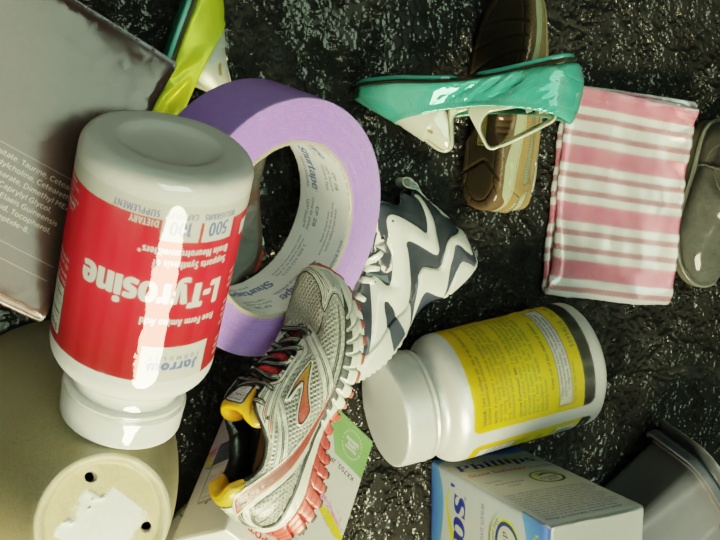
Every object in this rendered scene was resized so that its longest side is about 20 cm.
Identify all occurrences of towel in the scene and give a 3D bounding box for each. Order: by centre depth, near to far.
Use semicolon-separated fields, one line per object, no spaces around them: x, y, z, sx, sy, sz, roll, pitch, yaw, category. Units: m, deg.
0.250;-0.069;1.142;0.144;0.030;0.204;4;95;-20;towel

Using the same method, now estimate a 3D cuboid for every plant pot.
-0.206;0.150;0.872;0.184;0.199;0.191;-5;101;-23;plant pot

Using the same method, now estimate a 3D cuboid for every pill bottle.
-0.141;0.009;0.773;0.110;0.113;0.203;3;118;-24;pill bottle
0.109;0.103;1.058;0.197;0.114;0.116;-12;101;-23;pill bottle

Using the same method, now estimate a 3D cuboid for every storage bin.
0.313;0.277;1.167;0.134;0.146;0.201;-36;109;-5;storage bin

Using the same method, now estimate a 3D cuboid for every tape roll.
-0.076;-0.040;0.910;0.198;0.065;0.203;-23;124;-39;tape roll

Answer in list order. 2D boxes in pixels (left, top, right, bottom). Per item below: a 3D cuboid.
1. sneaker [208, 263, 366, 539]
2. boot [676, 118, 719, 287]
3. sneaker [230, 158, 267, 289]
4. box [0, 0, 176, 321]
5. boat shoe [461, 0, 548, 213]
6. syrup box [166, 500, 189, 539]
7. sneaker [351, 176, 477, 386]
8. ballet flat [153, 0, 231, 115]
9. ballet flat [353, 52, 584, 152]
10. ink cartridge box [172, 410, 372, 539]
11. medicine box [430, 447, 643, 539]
-0.054;0.090;0.872;0.081;0.077;0.203;24;71;-32;sneaker
0.374;-0.066;1.108;0.071;0.199;0.185;1;96;-23;boot
-0.112;-0.036;0.976;0.081;0.077;0.203;21;93;-43;sneaker
-0.260;-0.098;0.838;0.163;0.165;0.202;29;85;-23;box
0.141;-0.154;1.074;0.075;0.071;0.204;2;103;-38;boat shoe
-0.173;0.289;0.973;0.200;0.079;0.082;-43;111;-14;syrup box
0.000;0.000;1.016;0.198;0.079;0.130;-40;109;-15;sneaker
-0.141;-0.138;0.941;0.066;0.067;0.202;25;92;-17;ballet flat
0.090;-0.136;1.001;0.196;0.067;0.072;-5;89;11;ballet flat
-0.071;0.191;0.943;0.117;0.067;0.202;45;45;-28;ink cartridge box
0.149;0.274;1.049;0.101;0.199;0.186;-3;98;-25;medicine box
